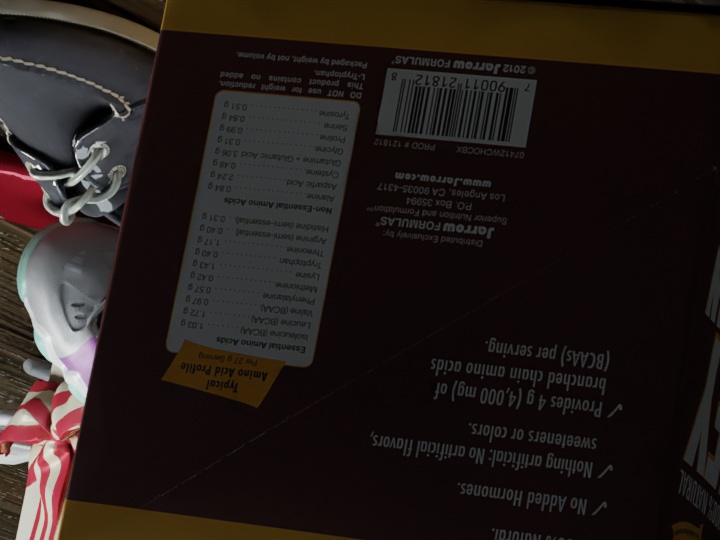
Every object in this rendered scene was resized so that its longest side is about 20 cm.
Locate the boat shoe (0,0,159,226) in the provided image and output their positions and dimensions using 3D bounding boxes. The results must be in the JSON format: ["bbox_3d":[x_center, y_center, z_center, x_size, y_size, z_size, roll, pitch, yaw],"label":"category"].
[{"bbox_3d":[-0.086,-0.044,1.077,0.072,0.063,0.200,-1,163,34],"label":"boat shoe"}]

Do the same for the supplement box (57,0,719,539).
[{"bbox_3d":[0.029,0.025,0.981,0.196,0.201,0.133,6,166,18],"label":"supplement box"}]

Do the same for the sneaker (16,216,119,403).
[{"bbox_3d":[-0.056,0.045,1.196,0.200,0.078,0.140,42,168,0],"label":"sneaker"}]

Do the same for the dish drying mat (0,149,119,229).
[{"bbox_3d":[-0.102,-0.023,1.272,0.199,0.018,0.077,15,165,-18],"label":"dish drying mat"}]

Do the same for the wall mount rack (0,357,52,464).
[{"bbox_3d":[-0.221,0.055,1.581,0.173,0.075,0.200,13,167,-24],"label":"wall mount rack"}]

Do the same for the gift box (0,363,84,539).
[{"bbox_3d":[-0.066,0.103,1.391,0.186,0.201,0.184,17,160,-20],"label":"gift box"}]
